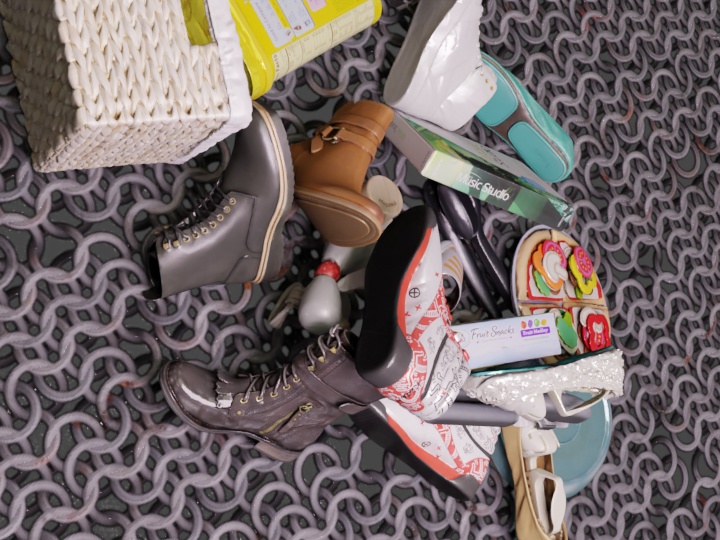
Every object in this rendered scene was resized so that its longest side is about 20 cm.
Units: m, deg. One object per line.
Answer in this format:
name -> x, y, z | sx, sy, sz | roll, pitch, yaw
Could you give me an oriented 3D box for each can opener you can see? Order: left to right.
can opener -> 0.128, -0.024, 1.264 | 0.200, 0.063, 0.079 | 64, 32, -19
can opener -> 0.158, 0.141, 1.180 | 0.200, 0.066, 0.053 | 5, 63, -26

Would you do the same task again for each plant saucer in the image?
plant saucer -> 0.237, 0.180, 1.315 | 0.200, 0.027, 0.200 | 5, 80, -30

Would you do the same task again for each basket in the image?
basket -> -0.220, -0.202, 0.995 | 0.161, 0.200, 0.199 | -12, 89, -30

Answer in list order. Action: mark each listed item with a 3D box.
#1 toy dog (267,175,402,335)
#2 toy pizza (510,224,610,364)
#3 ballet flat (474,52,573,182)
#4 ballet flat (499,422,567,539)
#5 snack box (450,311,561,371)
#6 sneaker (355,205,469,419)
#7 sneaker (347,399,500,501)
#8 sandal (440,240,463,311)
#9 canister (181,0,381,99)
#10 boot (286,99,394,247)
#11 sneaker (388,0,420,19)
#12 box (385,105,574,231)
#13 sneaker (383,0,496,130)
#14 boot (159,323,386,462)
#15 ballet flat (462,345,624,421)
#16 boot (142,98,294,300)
toy dog -> 0.000, 0.000, 1.132 | 0.096, 0.132, 0.200 | 35, 66, -15
toy pizza -> 0.251, 0.038, 1.309 | 0.200, 0.032, 0.201 | 19, 62, -42
ballet flat -> 0.188, -0.193, 1.322 | 0.200, 0.067, 0.070 | 48, 34, -9
ballet flat -> 0.205, 0.222, 1.237 | 0.069, 0.063, 0.200 | -5, 85, -39
snack box -> 0.095, 0.086, 1.174 | 0.200, 0.142, 0.053 | -5, 85, -31
sneaker -> 0.058, 0.043, 1.035 | 0.108, 0.067, 0.202 | 42, 45, -34
sneaker -> 0.073, 0.158, 1.197 | 0.201, 0.067, 0.108 | 42, 63, -23
sandal -> 0.071, 0.031, 1.164 | 0.059, 0.079, 0.207 | 35, 27, 8
canister -> -0.088, -0.284, 1.153 | 0.200, 0.087, 0.149 | -36, 102, -31
boot -> -0.009, -0.105, 1.110 | 0.155, 0.200, 0.077 | -47, 120, -19
sneaker -> 0.051, -0.395, 1.262 | 0.085, 0.077, 0.200 | -31, 102, -41
box -> 0.131, -0.117, 1.231 | 0.200, 0.144, 0.036 | 17, 110, -28
sneaker -> 0.117, -0.260, 1.236 | 0.115, 0.074, 0.200 | 20, 103, -33
boot -> -0.072, 0.102, 1.050 | 0.200, 0.174, 0.069 | 30, 37, -31
ballet flat -> 0.200, 0.124, 1.138 | 0.200, 0.072, 0.072 | -8, 87, -25
boot -> -0.143, -0.059, 1.047 | 0.138, 0.077, 0.200 | -15, 126, -28
